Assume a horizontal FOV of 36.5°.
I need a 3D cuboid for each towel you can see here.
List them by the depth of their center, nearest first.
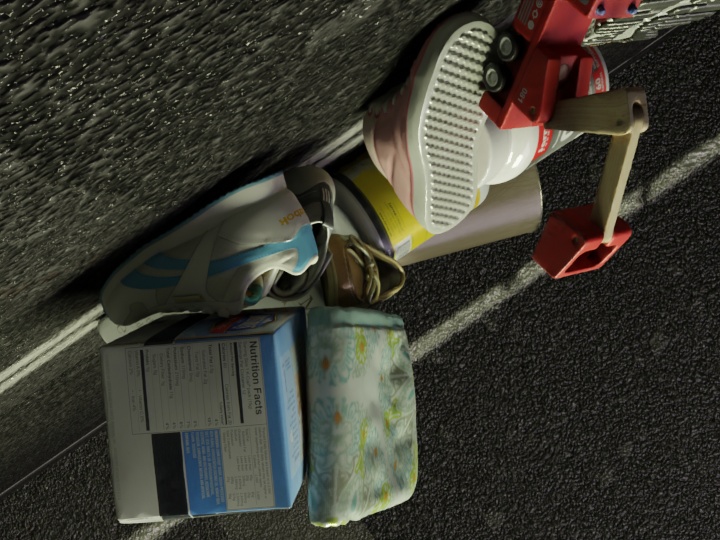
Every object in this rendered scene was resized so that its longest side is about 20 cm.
[{"bbox_3d":[0.004,0.120,0.931,0.048,0.172,0.200,-5,172,19],"label":"towel"}]

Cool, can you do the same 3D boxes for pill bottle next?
[{"bbox_3d":[0.130,-0.145,0.980,0.200,0.114,0.114,-33,178,-43],"label":"pill bottle"},{"bbox_3d":[0.062,-0.094,1.128,0.199,0.112,0.112,-34,178,-16],"label":"pill bottle"}]

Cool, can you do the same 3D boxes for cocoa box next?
[{"bbox_3d":[-0.110,0.105,0.864,0.130,0.134,0.200,-5,-177,4],"label":"cocoa box"}]

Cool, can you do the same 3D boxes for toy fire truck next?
[{"bbox_3d":[0.146,-0.111,0.726,0.049,0.141,0.201,-11,138,-34],"label":"toy fire truck"}]

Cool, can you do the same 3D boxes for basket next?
[{"bbox_3d":[0.090,-0.091,1.274,0.199,0.181,0.136,-23,-158,-17],"label":"basket"}]

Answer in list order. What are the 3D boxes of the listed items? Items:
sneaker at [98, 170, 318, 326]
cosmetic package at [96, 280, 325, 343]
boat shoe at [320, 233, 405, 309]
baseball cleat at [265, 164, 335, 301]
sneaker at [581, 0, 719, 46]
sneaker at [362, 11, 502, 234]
[{"bbox_3d":[-0.122,0.003,0.838,0.199,0.081,0.076,-29,-178,30],"label":"sneaker"},{"bbox_3d":[-0.122,0.065,1.093,0.199,0.168,0.166,-35,177,-1],"label":"cosmetic package"},{"bbox_3d":[0.001,0.003,0.985,0.063,0.074,0.201,-12,172,7],"label":"boat shoe"},{"bbox_3d":[-0.092,-0.004,0.914,0.069,0.107,0.200,20,134,-29],"label":"baseball cleat"},{"bbox_3d":[0.194,-0.214,0.776,0.078,0.091,0.200,-6,-174,-6],"label":"sneaker"},{"bbox_3d":[0.045,-0.128,0.831,0.075,0.105,0.201,-24,145,-20],"label":"sneaker"}]
